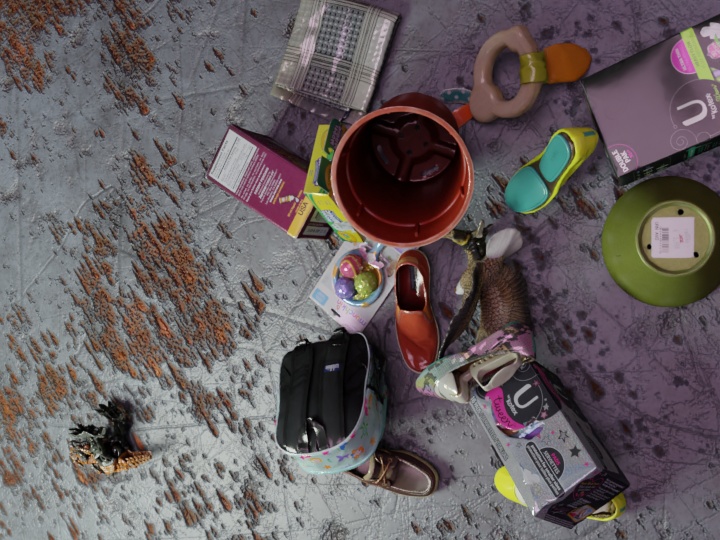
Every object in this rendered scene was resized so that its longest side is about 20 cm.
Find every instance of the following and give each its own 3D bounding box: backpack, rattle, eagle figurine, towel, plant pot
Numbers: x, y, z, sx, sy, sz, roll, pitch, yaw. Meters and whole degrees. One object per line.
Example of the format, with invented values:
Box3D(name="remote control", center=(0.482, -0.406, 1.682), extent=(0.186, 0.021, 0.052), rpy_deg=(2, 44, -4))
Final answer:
Box3D(name="backpack", center=(-0.044, 0.219, 1.176), extent=(0.175, 0.151, 0.202), rpy_deg=(-15, 42, 20))
Box3D(name="rattle", center=(0.230, -0.287, 1.152), extent=(0.131, 0.142, 0.200), rpy_deg=(52, 143, 6))
Box3D(name="eagle figurine", center=(0.179, 0.035, 1.128), extent=(0.149, 0.151, 0.204), rpy_deg=(-8, 78, 10))
Box3D(name="towel", center=(-0.048, -0.358, 1.251), extent=(0.190, 0.034, 0.203), rpy_deg=(23, 100, 19))
Box3D(name="plant pot", center=(0.413, -0.039, 0.992), extent=(0.184, 0.199, 0.191), rpy_deg=(1, 92, 21))
Box3D(name="plant pot", center=(0.071, -0.166, 1.102), extent=(0.197, 0.196, 0.204), rpy_deg=(4, 116, 8))

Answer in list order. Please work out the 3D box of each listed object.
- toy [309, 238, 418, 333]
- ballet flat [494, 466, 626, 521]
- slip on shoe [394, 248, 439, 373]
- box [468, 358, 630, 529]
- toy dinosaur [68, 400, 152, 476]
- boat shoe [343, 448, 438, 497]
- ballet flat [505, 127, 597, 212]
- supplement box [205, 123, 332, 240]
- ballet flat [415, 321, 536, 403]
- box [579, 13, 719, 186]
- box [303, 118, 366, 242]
Box3D(name="toy", center=(0.000, 0.000, 1.233), extent=(0.115, 0.047, 0.201), rpy_deg=(39, 103, 16))
Box3D(name="ballet flat", center=(0.295, 0.334, 1.116), extent=(0.196, 0.067, 0.068), rpy_deg=(7, 94, 21))
Box3D(name="slip on shoe", center=(0.085, 0.069, 1.188), extent=(0.073, 0.061, 0.204), rpy_deg=(-1, 102, 19))
Box3D(name="box", center=(0.262, 0.237, 1.053), extent=(0.115, 0.132, 0.201), rpy_deg=(-42, 47, 15))
Box3D(name="toy dinosaur", center=(-0.476, 0.333, 1.413), extent=(0.196, 0.102, 0.138), rpy_deg=(-8, 112, 7))
Box3D(name="boat shoe", center=(0.028, 0.324, 1.216), extent=(0.197, 0.072, 0.073), rpy_deg=(19, 98, 20))
Box3D(name="ballet flat", center=(0.278, -0.144, 1.073), extent=(0.066, 0.200, 0.068), rpy_deg=(-23, 76, -21))
Box3D(name="supplement box", center=(-0.134, -0.144, 1.237), extent=(0.199, 0.131, 0.104), rpy_deg=(34, 103, 18))
Box3D(name="ballet flat", center=(0.162, 0.145, 1.058), extent=(0.198, 0.069, 0.072), rpy_deg=(-32, 40, 24))
Box3D(name="box", center=(0.424, -0.227, 1.024), extent=(0.197, 0.124, 0.151), rpy_deg=(-22, 82, 21))
Box3D(name="box", center=(-0.031, -0.135, 1.146), extent=(0.047, 0.200, 0.119), rpy_deg=(5, 70, 19))
